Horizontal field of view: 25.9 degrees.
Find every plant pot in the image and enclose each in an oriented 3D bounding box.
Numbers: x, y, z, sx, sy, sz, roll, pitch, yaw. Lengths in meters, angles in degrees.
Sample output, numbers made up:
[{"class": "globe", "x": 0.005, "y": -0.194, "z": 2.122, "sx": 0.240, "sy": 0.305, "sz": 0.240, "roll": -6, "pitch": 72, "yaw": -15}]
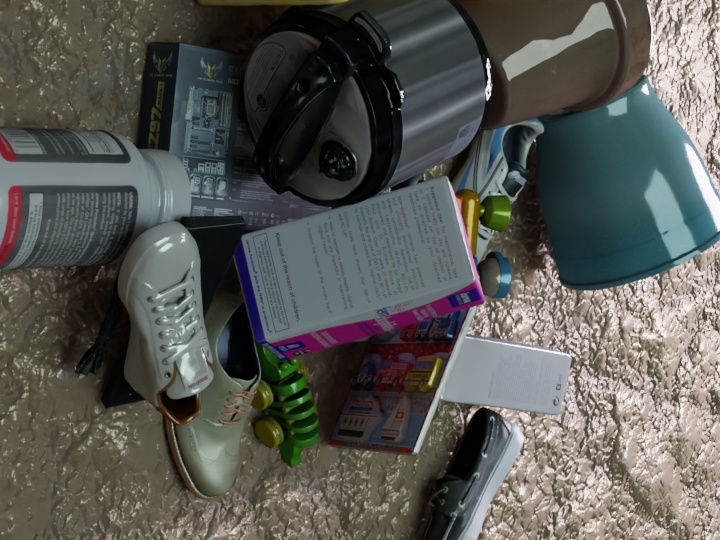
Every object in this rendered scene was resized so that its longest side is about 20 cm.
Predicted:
[{"class": "plant pot", "x": 0.278, "y": -0.105, "z": 1.709, "sx": 0.200, "sy": 0.200, "sz": 0.188, "roll": -34, "pitch": 107, "yaw": -36}, {"class": "plant pot", "x": 0.162, "y": -0.225, "z": 1.559, "sx": 0.175, "sy": 0.200, "sz": 0.201, "roll": -36, "pitch": 121, "yaw": -32}]

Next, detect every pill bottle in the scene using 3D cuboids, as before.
[{"class": "pill bottle", "x": -0.237, "y": -0.058, "z": 1.251, "sx": 0.200, "sy": 0.111, "sz": 0.111, "roll": -3, "pitch": 99, "yaw": -44}]

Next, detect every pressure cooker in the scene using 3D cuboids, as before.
[{"class": "pressure cooker", "x": -0.005, "y": -0.151, "z": 1.347, "sx": 0.200, "sy": 0.178, "sz": 0.176, "roll": -29, "pitch": 119, "yaw": -40}]

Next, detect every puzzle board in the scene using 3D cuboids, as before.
[{"class": "puzzle board", "x": 0.034, "y": 0.101, "z": 1.494, "sx": 0.017, "sy": 0.200, "sz": 0.151, "roll": 28, "pitch": 76, "yaw": -19}]

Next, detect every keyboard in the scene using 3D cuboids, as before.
[{"class": "keyboard", "x": -0.177, "y": 0.037, "z": 1.324, "sx": 0.127, "sy": 0.021, "sz": 0.200, "roll": -8, "pitch": 133, "yaw": -49}]

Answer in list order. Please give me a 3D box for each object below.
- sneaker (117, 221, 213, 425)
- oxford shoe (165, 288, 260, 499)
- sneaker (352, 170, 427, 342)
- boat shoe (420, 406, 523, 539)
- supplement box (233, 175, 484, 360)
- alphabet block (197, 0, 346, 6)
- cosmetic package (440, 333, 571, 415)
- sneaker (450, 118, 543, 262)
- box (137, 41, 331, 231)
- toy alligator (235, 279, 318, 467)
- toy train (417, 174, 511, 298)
[{"class": "sneaker", "x": -0.146, "y": 0.047, "z": 1.272, "sx": 0.073, "sy": 0.085, "sz": 0.200, "roll": -28, "pitch": 146, "yaw": -27}, {"class": "oxford shoe", "x": -0.129, "y": 0.114, "z": 1.413, "sx": 0.071, "sy": 0.074, "sz": 0.201, "roll": -13, "pitch": 106, "yaw": -43}, {"class": "sneaker", "x": 0.013, "y": -0.027, "z": 1.521, "sx": 0.074, "sy": 0.087, "sz": 0.201, "roll": 4, "pitch": 95, "yaw": -47}, {"class": "boat shoe", "x": 0.105, "y": 0.238, "z": 1.680, "sx": 0.057, "sy": 0.069, "sz": 0.200, "roll": 40, "pitch": 66, "yaw": -20}, {"class": "supplement box", "x": 0.000, "y": 0.000, "z": 1.392, "sx": 0.101, "sy": 0.199, "sz": 0.104, "roll": 51, "pitch": 22, "yaw": -73}, {"class": "alphabet block", "x": -0.040, "y": -0.352, "z": 1.343, "sx": 0.196, "sy": 0.195, "sz": 0.200, "roll": -31, "pitch": 116, "yaw": -35}, {"class": "cosmetic package", "x": 0.119, "y": 0.103, "z": 1.640, "sx": 0.200, "sy": 0.102, "sz": 0.074, "roll": 14, "pitch": 87, "yaw": -46}, {"class": "sneaker", "x": 0.133, "y": -0.080, "z": 1.643, "sx": 0.072, "sy": 0.072, "sz": 0.200, "roll": 30, "pitch": 77, "yaw": -45}, {"class": "box", "x": -0.107, "y": -0.114, "z": 1.413, "sx": 0.200, "sy": 0.051, "sz": 0.158, "roll": 3, "pitch": 94, "yaw": -44}, {"class": "toy alligator", "x": -0.073, "y": 0.102, "z": 1.480, "sx": 0.059, "sy": 0.054, "sz": 0.201, "roll": -31, "pitch": 117, "yaw": -38}, {"class": "toy train", "x": 0.100, "y": -0.067, "z": 1.576, "sx": 0.115, "sy": 0.085, "sz": 0.201, "roll": 2, "pitch": 96, "yaw": -19}]
